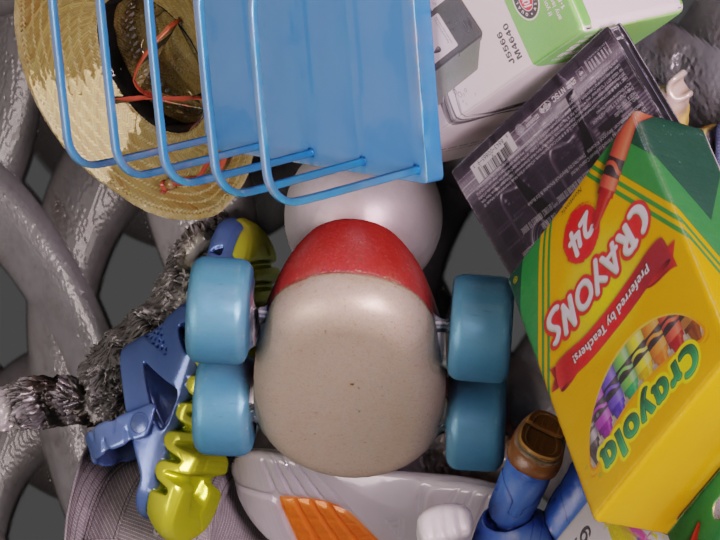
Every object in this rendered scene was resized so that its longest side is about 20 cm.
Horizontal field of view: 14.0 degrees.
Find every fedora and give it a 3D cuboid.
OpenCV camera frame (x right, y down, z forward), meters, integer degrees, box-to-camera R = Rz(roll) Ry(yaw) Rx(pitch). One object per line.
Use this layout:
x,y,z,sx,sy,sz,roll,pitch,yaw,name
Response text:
-0.105,0.188,1.871,0.090,0.177,0.201,-15,52,34,fedora

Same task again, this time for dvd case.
0.141,-0.007,1.546,0.149,0.016,0.201,-43,71,43,dvd case

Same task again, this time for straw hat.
-0.117,-0.136,1.838,0.200,0.085,0.202,23,129,32,straw hat

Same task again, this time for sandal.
0.020,0.138,1.803,0.205,0.059,0.080,5,125,26,sandal
-0.112,0.060,1.802,0.087,0.079,0.201,19,86,24,sandal

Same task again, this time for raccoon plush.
-0.151,0.035,1.874,0.097,0.199,0.135,-120,25,-77,raccoon plush

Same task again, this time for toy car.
0.000,0.000,1.730,0.177,0.183,0.201,90,-175,-52,toy car

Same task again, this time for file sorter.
-0.068,-0.117,1.632,0.199,0.122,0.140,11,111,48,file sorter

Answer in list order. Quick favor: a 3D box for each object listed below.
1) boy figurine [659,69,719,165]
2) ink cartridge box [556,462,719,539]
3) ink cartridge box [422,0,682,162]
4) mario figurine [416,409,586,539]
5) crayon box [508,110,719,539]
0.174,-0.043,1.558,0.199,0.064,0.125,-11,97,46,boy figurine
0.180,0.157,1.472,0.200,0.087,0.146,-56,35,37,ink cartridge box
0.064,-0.160,1.624,0.200,0.084,0.146,-34,76,49,ink cartridge box
0.090,0.187,1.691,0.123,0.106,0.201,37,123,18,mario figurine
0.147,0.036,1.438,0.127,0.051,0.201,-55,37,33,crayon box
